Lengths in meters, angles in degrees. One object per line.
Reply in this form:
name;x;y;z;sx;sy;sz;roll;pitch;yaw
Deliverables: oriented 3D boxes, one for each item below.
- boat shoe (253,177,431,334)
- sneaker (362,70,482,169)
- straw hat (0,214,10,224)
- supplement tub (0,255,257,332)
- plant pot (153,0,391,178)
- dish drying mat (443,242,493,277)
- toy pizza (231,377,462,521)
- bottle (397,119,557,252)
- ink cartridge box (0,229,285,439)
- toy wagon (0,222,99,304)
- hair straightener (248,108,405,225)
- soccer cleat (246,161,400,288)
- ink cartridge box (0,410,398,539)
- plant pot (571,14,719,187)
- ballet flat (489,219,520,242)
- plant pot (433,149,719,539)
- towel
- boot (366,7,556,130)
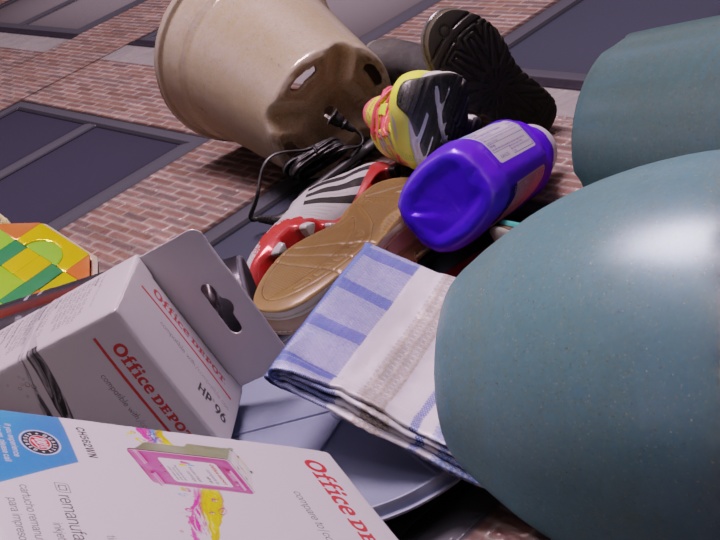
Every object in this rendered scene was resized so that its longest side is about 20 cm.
boat shoe;0.000;0.000;0.824;0.073;0.069;0.200;4;31;37
sneaker;0.039;-0.117;0.908;0.090;0.078;0.200;21;-3;13
straw hat;-0.387;0.023;0.991;0.200;0.085;0.202;4;44;-4
supplement tub;-0.167;0.052;0.792;0.199;0.107;0.107;-18;28;2
plant pot;-0.071;-0.183;1.089;0.200;0.201;0.183;-28;42;-18
dish drying mat;0.118;-0.008;0.823;0.200;0.018;0.077;-32;30;-23
toy pizza;-0.002;0.095;0.700;0.199;0.032;0.200;-13;30;8
bottle;0.100;-0.073;0.857;0.084;0.065;0.200;-45;-7;30
ink cartridge box;-0.154;0.073;0.690;0.199;0.116;0.068;-28;25;17
toy wagon;-0.301;0.036;0.899;0.155;0.040;0.200;30;47;21
hair straightener;-0.019;-0.103;1.016;0.199;0.077;0.041;-30;1;-12
soccer cleat;-0.036;-0.029;0.909;0.085;0.069;0.200;-5;27;40
ink cartridge box;-0.081;0.139;0.507;0.199;0.085;0.145;14;15;-31
plant pot;0.254;-0.082;0.715;0.200;0.201;0.196;-34;24;-27
ballet flat;0.154;0.012;0.724;0.200;0.067;0.064;15;88;45
plant pot;0.112;0.048;0.533;0.134;0.201;0.200;-2;32;23
towel;0.062;0.056;0.657;0.199;0.024;0.147;23;42;15
boot;0.068;-0.191;1.037;0.073;0.182;0.200;-51;40;0
